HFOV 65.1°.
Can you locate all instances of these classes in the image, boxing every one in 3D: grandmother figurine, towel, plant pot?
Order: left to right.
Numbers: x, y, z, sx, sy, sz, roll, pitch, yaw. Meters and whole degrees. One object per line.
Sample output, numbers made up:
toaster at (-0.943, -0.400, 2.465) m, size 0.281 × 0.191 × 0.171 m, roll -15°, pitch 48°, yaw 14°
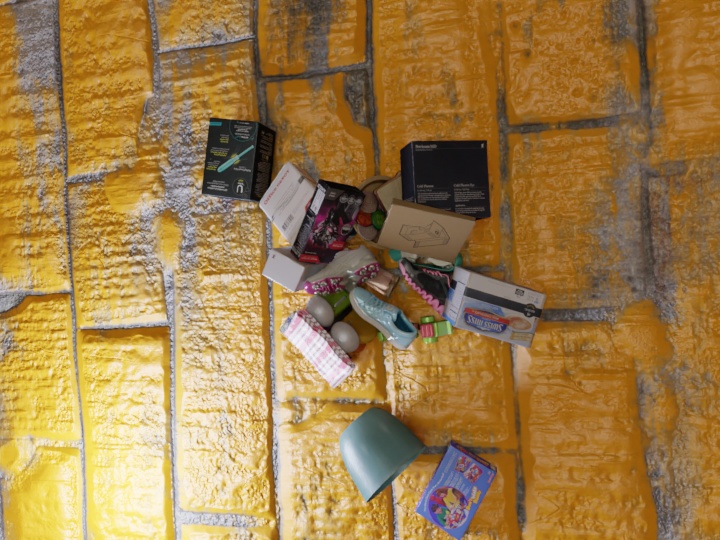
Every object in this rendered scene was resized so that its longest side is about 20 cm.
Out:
towel at (-0.108, 0.201, 1.419) m, size 0.200 × 0.030 × 0.147 m, roll 46°, pitch 144°, yaw 7°
grandmother figurine at (0.000, 0.000, 1.465) m, size 0.197 × 0.121 × 0.061 m, roll 29°, pitch 125°, yaw 11°
plant pot at (0.041, 0.447, 1.421) m, size 0.201 × 0.200 × 0.161 m, roll -47°, pitch 68°, yaw 10°

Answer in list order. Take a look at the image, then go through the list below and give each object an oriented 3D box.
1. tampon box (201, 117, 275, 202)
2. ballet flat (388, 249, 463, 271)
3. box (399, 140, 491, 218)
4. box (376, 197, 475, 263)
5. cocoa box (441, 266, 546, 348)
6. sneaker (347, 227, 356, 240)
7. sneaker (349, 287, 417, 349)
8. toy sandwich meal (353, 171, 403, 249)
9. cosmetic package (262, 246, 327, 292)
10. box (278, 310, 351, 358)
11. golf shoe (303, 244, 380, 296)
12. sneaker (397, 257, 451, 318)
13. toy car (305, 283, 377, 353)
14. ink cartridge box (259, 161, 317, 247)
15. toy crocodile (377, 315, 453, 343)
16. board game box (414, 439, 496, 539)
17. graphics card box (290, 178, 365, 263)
tampon box at (-0.326, -0.292, 1.524) m, size 0.146 × 0.126 × 0.205 m, roll 9°, pitch 94°, yaw 14°
ballet flat at (0.164, -0.040, 1.438) m, size 0.195 × 0.070 × 0.069 m, roll 10°, pitch 94°, yaw 14°
box at (0.205, -0.213, 1.373) m, size 0.195 × 0.104 × 0.187 m, roll -3°, pitch 91°, yaw -12°
box at (0.149, -0.090, 1.319) m, size 0.195 × 0.165 × 0.022 m, roll 13°, pitch 56°, yaw -5°
cocoa box at (0.313, 0.085, 1.346) m, size 0.196 × 0.133 × 0.134 m, roll 16°, pitch 95°, yaw -7°
sneaker at (-0.057, -0.144, 1.486) m, size 0.196 × 0.079 × 0.132 m, roll -26°, pitch 84°, yaw 13°
sneaker at (0.063, 0.101, 1.392) m, size 0.199 × 0.074 × 0.082 m, roll 40°, pitch 135°, yaw 1°
toy sandwich meal at (0.072, -0.153, 1.424) m, size 0.200 × 0.070 × 0.211 m, roll 2°, pitch 84°, yaw -19°
cosmetic package at (-0.160, -0.009, 1.449) m, size 0.100 × 0.200 × 0.072 m, roll 28°, pitch 102°, yaw 12°
box at (-0.121, 0.198, 1.516) m, size 0.199 × 0.064 × 0.070 m, roll 41°, pitch 100°, yaw 9°
golf shoe at (-0.053, -0.001, 1.398) m, size 0.196 × 0.076 × 0.093 m, roll -18°, pitch 58°, yaw -14°
sneaker at (0.179, 0.026, 1.419) m, size 0.200 × 0.079 × 0.095 m, roll 43°, pitch 99°, yaw -14°
toy car at (-0.051, 0.128, 1.466) m, size 0.200 × 0.175 × 0.151 m, roll 43°, pitch 136°, yaw 9°
ink cartridge box at (-0.157, -0.163, 1.465) m, size 0.148 × 0.082 × 0.200 m, roll -52°, pitch 52°, yaw 13°
toy crocodile at (0.140, 0.154, 1.452) m, size 0.195 × 0.062 × 0.069 m, roll -3°, pitch 90°, yaw 13°
board game box at (0.243, 0.560, 1.443) m, size 0.133 × 0.045 × 0.203 m, roll 28°, pitch 97°, yaw 11°
graphics card box at (-0.079, -0.114, 1.373) m, size 0.051 × 0.124 × 0.203 m, roll 43°, pitch 116°, yaw 41°
